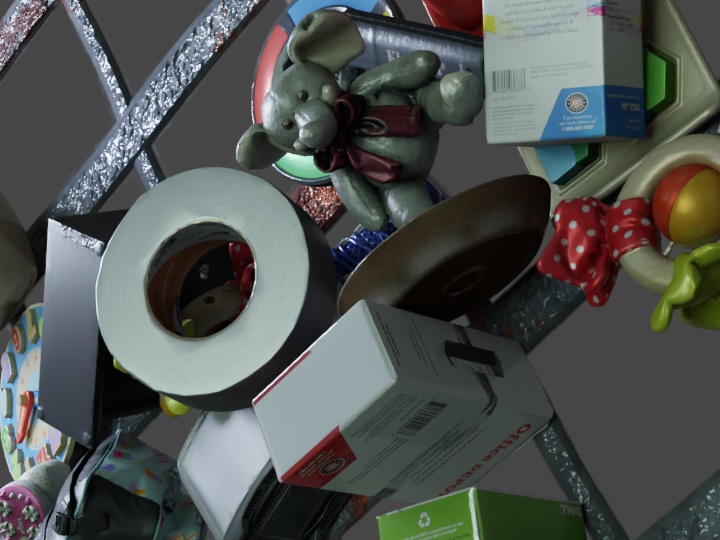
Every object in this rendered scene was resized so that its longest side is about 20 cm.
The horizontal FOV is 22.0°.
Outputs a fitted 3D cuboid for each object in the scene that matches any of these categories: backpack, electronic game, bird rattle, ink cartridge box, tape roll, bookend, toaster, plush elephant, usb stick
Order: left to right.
[{"bbox_3d":[-0.226,0.252,1.740,0.200,0.153,0.177,-101,35,-72],"label":"backpack"},{"bbox_3d":[-0.197,0.046,1.763,0.092,0.198,0.201,22,111,43],"label":"bookend"},{"bbox_3d":[-0.137,0.052,1.709,0.112,0.200,0.164,34,145,23],"label":"bird rattle"},{"bbox_3d":[-0.123,0.016,1.573,0.199,0.066,0.202,-6,72,19],"label":"tape roll"},{"bbox_3d":[-0.081,0.173,1.662,0.201,0.113,0.129,-58,45,17],"label":"toaster"},{"bbox_3d":[-0.029,-0.178,1.735,0.199,0.041,0.201,-10,75,41],"label":"electronic game"},{"bbox_3d":[-0.012,-0.123,1.551,0.200,0.154,0.166,51,127,57],"label":"plush elephant"},{"bbox_3d":[0.037,0.113,1.505,0.144,0.199,0.084,-43,52,28],"label":"ink cartridge box"},{"bbox_3d":[0.051,-0.190,1.614,0.199,0.033,0.056,19,125,43],"label":"usb stick"},{"bbox_3d":[0.136,0.207,1.427,0.199,0.147,0.076,-24,64,36],"label":"ink cartridge box"},{"bbox_3d":[0.161,-0.203,1.484,0.116,0.067,0.201,-1,91,39],"label":"ink cartridge box"},{"bbox_3d":[0.244,-0.027,1.426,0.164,0.112,0.200,-56,38,1],"label":"bird rattle"}]

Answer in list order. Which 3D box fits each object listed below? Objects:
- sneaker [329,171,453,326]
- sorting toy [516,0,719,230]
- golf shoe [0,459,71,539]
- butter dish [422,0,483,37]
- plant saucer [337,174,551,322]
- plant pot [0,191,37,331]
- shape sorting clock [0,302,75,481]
[{"bbox_3d":[0.000,0.001,1.619,0.081,0.115,0.200,45,111,38],"label":"sneaker"},{"bbox_3d":[0.190,-0.161,1.531,0.185,0.036,0.201,-38,57,31],"label":"sorting toy"},{"bbox_3d":[-0.313,0.281,1.868,0.075,0.092,0.201,14,124,18],"label":"golf shoe"},{"bbox_3d":[0.083,-0.318,1.588,0.199,0.147,0.201,-39,57,31],"label":"butter dish"},{"bbox_3d":[0.076,-0.003,1.496,0.200,0.200,0.037,-42,66,28],"label":"plant saucer"},{"bbox_3d":[-0.428,0.000,1.989,0.134,0.200,0.201,34,108,4],"label":"plant pot"},{"bbox_3d":[-0.340,0.134,1.935,0.200,0.039,0.201,0,90,55],"label":"shape sorting clock"}]
